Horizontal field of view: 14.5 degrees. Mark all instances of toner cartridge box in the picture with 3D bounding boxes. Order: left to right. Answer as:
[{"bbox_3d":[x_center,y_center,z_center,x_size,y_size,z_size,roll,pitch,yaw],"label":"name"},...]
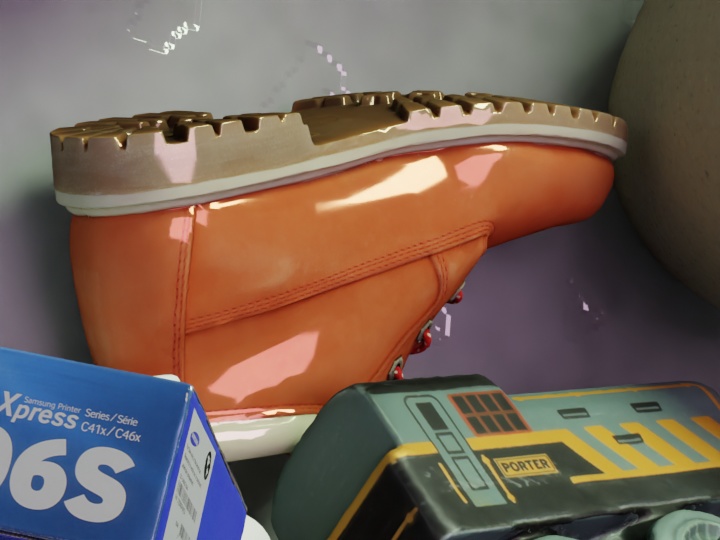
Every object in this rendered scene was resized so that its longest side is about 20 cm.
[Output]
[{"bbox_3d":[-0.131,0.042,0.655,0.198,0.095,0.043,11,69,9],"label":"toner cartridge box"}]

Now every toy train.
[{"bbox_3d":[0.069,0.081,0.815,0.199,0.085,0.114,-3,48,-42],"label":"toy train"}]

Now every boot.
[{"bbox_3d":[0.000,0.000,0.842,0.199,0.075,0.108,-11,98,-35],"label":"boot"}]

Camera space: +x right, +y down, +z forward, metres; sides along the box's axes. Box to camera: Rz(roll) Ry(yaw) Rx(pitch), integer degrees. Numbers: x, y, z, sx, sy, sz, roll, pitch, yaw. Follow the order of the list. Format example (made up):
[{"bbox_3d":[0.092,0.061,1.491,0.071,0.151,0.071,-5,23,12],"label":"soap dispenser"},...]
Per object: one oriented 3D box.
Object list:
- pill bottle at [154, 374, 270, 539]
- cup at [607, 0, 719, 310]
[{"bbox_3d":[-0.065,0.133,0.737,0.109,0.109,0.202,-9,86,-36],"label":"pill bottle"},{"bbox_3d":[0.162,-0.053,0.913,0.199,0.143,0.202,7,77,-33],"label":"cup"}]
